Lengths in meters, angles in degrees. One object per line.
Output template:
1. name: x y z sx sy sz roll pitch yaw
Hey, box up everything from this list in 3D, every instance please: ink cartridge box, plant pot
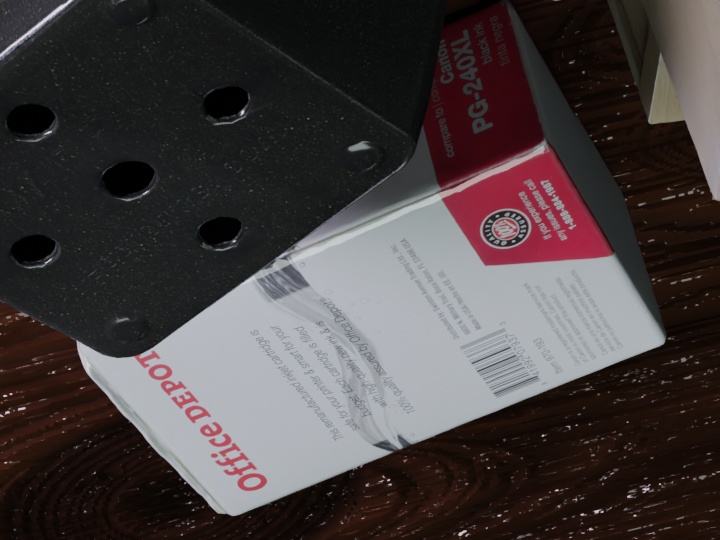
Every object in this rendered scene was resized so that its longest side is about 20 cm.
1. ink cartridge box: 0.000 0.000 1.165 0.199 0.084 0.145 -22 141 12
2. plant pot: -0.087 -0.094 0.951 0.200 0.178 0.199 -34 137 25

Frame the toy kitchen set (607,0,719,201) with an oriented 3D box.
1. toy kitchen set: 0.189 -0.124 1.005 0.179 0.164 0.200 -7 142 -8
